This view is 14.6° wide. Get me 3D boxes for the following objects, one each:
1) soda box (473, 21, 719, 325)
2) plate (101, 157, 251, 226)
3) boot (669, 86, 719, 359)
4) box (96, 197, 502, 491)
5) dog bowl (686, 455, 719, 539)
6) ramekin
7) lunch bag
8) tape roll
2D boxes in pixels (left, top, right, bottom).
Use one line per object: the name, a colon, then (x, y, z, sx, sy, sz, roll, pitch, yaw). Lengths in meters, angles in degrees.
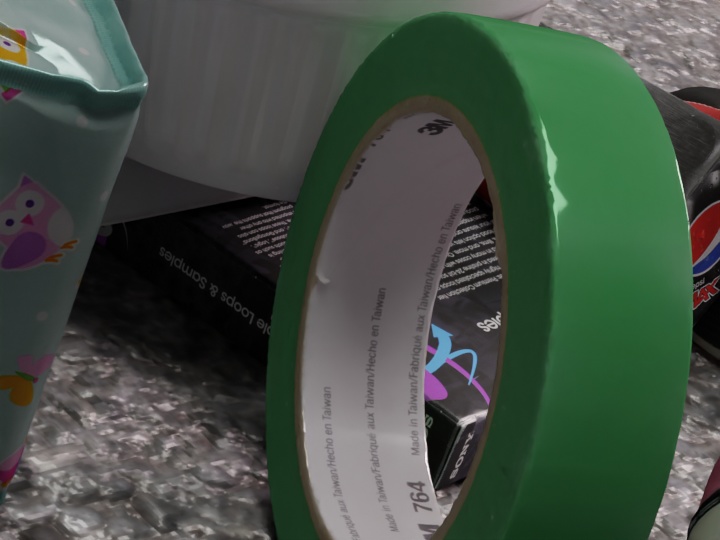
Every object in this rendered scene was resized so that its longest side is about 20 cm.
soda box: (0.069, -0.055, 1.120, 0.200, 0.071, 0.063, 33, -12, 38)
plate: (-0.100, -0.082, 1.078, 0.199, 0.033, 0.199, -13, 35, -45)
boot: (0.174, -0.021, 1.182, 0.144, 0.073, 0.200, -8, 35, -45)
box: (0.000, 0.000, 1.059, 0.200, 0.036, 0.143, 34, 31, 27)
dog bowl: (0.183, 0.099, 0.826, 0.199, 0.200, 0.074, 14, 65, -13)
ramekin: (-0.030, -0.099, 0.994, 0.201, 0.095, 0.203, 11, 23, -5)
lunch bag: (-0.153, -0.050, 0.895, 0.121, 0.171, 0.200, 7, 32, -24)
tape roll: (0.030, 0.023, 0.858, 0.048, 0.201, 0.201, 7, 30, -23)
